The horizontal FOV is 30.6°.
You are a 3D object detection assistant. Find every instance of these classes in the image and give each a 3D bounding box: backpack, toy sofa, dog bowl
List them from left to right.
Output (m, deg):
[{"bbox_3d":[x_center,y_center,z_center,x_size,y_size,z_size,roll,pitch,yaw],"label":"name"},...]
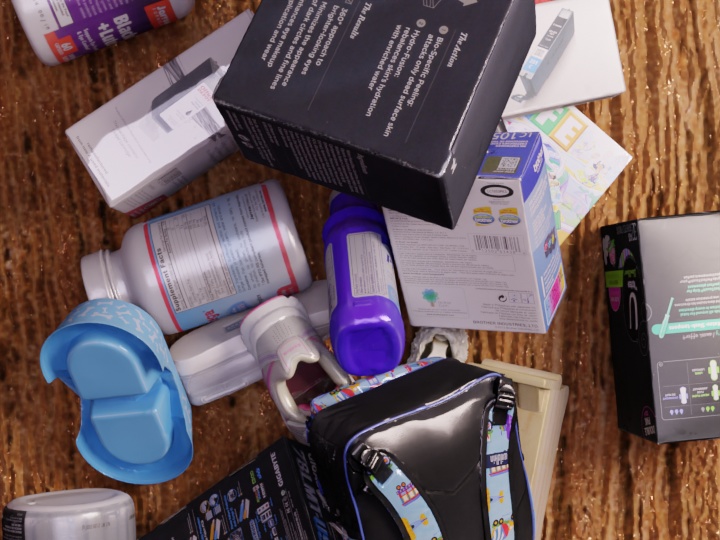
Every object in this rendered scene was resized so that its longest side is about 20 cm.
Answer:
[{"bbox_3d":[-0.216,0.109,1.204,0.111,0.050,0.201,-7,127,12],"label":"dog bowl"},{"bbox_3d":[0.056,0.194,1.138,0.182,0.134,0.201,-22,108,-24],"label":"backpack"},{"bbox_3d":[0.133,0.190,1.254,0.082,0.097,0.202,10,89,23],"label":"toy sofa"}]

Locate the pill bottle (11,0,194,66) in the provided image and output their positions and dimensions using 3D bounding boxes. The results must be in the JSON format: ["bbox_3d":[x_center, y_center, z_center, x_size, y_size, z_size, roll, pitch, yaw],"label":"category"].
[{"bbox_3d":[-0.221,-0.275,1.228,0.199,0.111,0.112,-21,90,-1],"label":"pill bottle"}]

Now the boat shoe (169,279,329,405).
[{"bbox_3d":[-0.081,0.071,1.252,0.199,0.072,0.069,-25,118,-12],"label":"boat shoe"}]

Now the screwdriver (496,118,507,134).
[{"bbox_3d":[0.073,-0.196,1.151,0.029,0.028,0.201,-34,95,-30],"label":"screwdriver"}]

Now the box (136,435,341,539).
[{"bbox_3d":[-0.102,0.283,1.170,0.198,0.050,0.201,-38,50,21],"label":"box"}]

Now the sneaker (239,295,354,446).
[{"bbox_3d":[-0.041,0.120,1.207,0.081,0.088,0.200,-33,126,0],"label":"sneaker"}]

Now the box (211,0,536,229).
[{"bbox_3d":[0.017,-0.167,1.066,0.199,0.118,0.198,20,74,16],"label":"box"}]

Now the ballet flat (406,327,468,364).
[{"bbox_3d":[0.056,0.140,1.252,0.071,0.072,0.202,12,90,-1],"label":"ballet flat"}]

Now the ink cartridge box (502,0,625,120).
[{"bbox_3d":[0.124,-0.226,1.190,0.198,0.045,0.178,-12,91,-2],"label":"ink cartridge box"}]

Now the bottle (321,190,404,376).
[{"bbox_3d":[0.000,0.000,1.198,0.065,0.201,0.084,-7,133,1],"label":"bottle"}]

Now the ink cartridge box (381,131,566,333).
[{"bbox_3d":[0.097,-0.046,1.157,0.135,0.077,0.201,3,130,24],"label":"ink cartridge box"}]

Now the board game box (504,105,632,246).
[{"bbox_3d":[0.134,-0.118,1.228,0.200,0.034,0.135,40,88,-1],"label":"board game box"}]

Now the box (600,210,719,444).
[{"bbox_3d":[0.304,0.050,1.217,0.123,0.149,0.202,-5,90,-3],"label":"box"}]

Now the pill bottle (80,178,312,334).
[{"bbox_3d":[-0.152,-0.005,1.227,0.199,0.109,0.110,-18,90,-1],"label":"pill bottle"}]

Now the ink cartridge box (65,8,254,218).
[{"bbox_3d":[-0.156,-0.140,1.210,0.199,0.146,0.085,-32,89,-2],"label":"ink cartridge box"}]

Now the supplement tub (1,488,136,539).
[{"bbox_3d":[-0.265,0.309,1.212,0.121,0.123,0.202,-3,90,-2],"label":"supplement tub"}]
